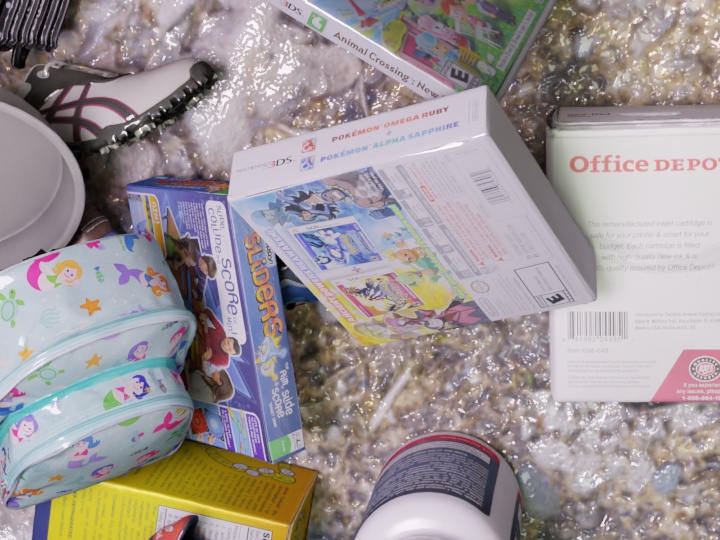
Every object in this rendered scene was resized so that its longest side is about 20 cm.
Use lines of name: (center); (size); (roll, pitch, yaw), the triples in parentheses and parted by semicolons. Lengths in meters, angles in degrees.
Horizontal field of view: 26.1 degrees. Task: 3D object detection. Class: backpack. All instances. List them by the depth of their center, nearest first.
backpack: (-0.202, 0.067, 1.094); (0.151, 0.176, 0.201); (60, 150, 23)

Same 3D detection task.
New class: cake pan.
cake pan: (-0.295, -0.061, 1.095); (0.198, 0.037, 0.201); (-7, 139, -6)

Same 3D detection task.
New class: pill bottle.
pill bottle: (0.054, 0.205, 1.126); (0.118, 0.200, 0.121); (2, 104, 9)

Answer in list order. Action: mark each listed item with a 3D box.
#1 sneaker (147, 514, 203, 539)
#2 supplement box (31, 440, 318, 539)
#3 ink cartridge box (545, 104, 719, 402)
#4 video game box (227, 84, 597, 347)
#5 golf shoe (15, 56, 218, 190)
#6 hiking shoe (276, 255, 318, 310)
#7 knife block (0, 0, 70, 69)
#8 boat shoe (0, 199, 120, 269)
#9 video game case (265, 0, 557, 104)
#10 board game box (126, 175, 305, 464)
sneaker: (-0.077, 0.256, 1.111); (0.200, 0.075, 0.085); (40, 112, -3)
supplement box: (-0.144, 0.202, 1.205); (0.198, 0.110, 0.110); (12, 107, 6)
ink cartridge box: (0.206, -0.015, 1.106); (0.144, 0.085, 0.202); (0, 106, 9)
video game box: (0.039, -0.027, 1.021); (0.180, 0.047, 0.200); (-14, 143, 22)
golf shoe: (-0.204, -0.124, 1.152); (0.198, 0.077, 0.089); (-22, 94, 14)
hiking shoe: (0.000, 0.000, 1.150); (0.199, 0.075, 0.087); (-26, 110, 22)
knife block: (-0.257, -0.255, 1.126); (0.174, 0.064, 0.202); (-16, 83, 31)
boat shoe: (-0.269, 0.014, 1.205); (0.199, 0.072, 0.073); (-34, 85, 13)
video game case: (0.037, -0.195, 1.035); (0.181, 0.201, 0.022); (31, 133, 0)
board game box: (-0.109, 0.034, 1.155); (0.135, 0.034, 0.202); (9, 111, 48)
